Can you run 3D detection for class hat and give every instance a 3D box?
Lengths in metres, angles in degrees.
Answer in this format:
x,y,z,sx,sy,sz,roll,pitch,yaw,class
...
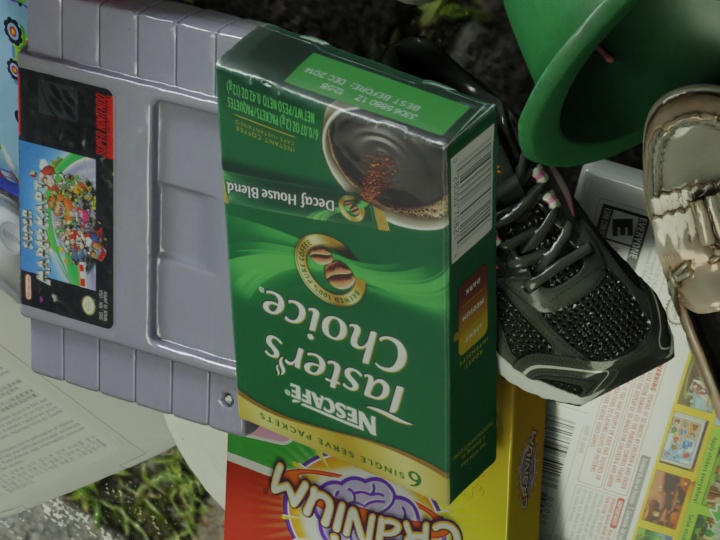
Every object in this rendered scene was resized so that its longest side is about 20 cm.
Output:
x,y,z,sx,sy,sz,roll,pitch,yaw,class
0.078,-0.160,1.282,0.176,0.200,0.166,50,115,20,hat

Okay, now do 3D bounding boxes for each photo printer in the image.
x,y,z,sx,sy,sz,roll,pitch,yaw,class
-0.203,0.041,1.554,0.166,0.070,0.200,-24,134,30,photo printer

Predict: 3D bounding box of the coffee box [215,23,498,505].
x,y,z,sx,sy,sz,roll,pitch,yaw,class
0.000,0.000,1.302,0.123,0.044,0.200,22,134,26,coffee box

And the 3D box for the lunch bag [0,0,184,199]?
x,y,z,sx,sy,sz,roll,pitch,yaw,class
-0.189,-0.124,1.495,0.200,0.094,0.151,19,131,29,lunch bag

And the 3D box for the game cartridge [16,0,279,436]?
x,y,z,sx,sy,sz,roll,pitch,yaw,class
-0.101,-0.029,1.381,0.129,0.038,0.200,13,117,22,game cartridge

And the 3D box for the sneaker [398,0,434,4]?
x,y,z,sx,sy,sz,roll,pitch,yaw,class
0.031,-0.195,1.305,0.078,0.099,0.200,27,129,14,sneaker

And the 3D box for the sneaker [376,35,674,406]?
x,y,z,sx,sy,sz,roll,pitch,yaw,class
0.059,-0.026,1.322,0.200,0.080,0.086,46,165,30,sneaker

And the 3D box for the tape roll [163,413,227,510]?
x,y,z,sx,sy,sz,roll,pitch,yaw,class
-0.001,0.056,1.506,0.202,0.071,0.203,15,126,22,tape roll

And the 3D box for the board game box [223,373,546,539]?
x,y,z,sx,sy,sz,roll,pitch,yaw,class
0.010,0.106,1.405,0.153,0.040,0.200,4,95,27,board game box

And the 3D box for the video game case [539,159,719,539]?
x,y,z,sx,sy,sz,roll,pitch,yaw,class
0.168,0.062,1.397,0.182,0.023,0.200,17,114,6,video game case

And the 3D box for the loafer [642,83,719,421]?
x,y,z,sx,sy,sz,roll,pitch,yaw,class
0.171,0.014,1.311,0.072,0.063,0.200,-10,122,17,loafer
